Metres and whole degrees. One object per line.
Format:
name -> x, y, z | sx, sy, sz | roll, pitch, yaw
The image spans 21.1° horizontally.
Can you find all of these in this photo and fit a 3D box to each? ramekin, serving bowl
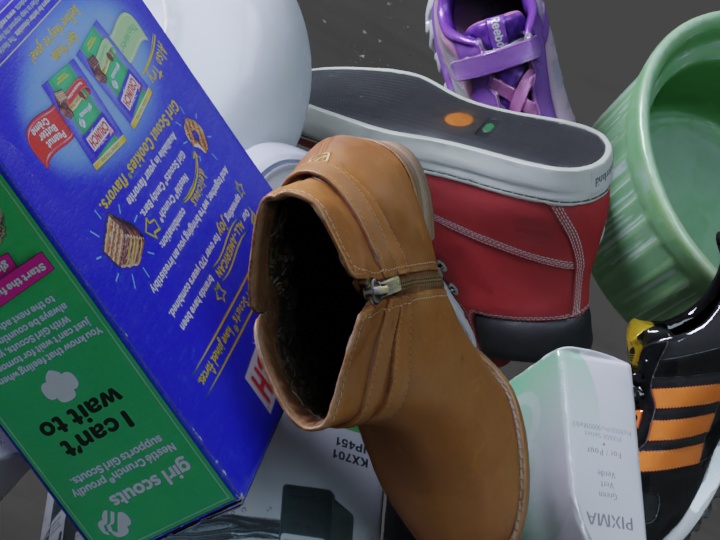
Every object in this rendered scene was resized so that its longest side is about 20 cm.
ramekin -> 0.219, -0.040, 1.123 | 0.198, 0.098, 0.202 | 12, 62, -24
serving bowl -> -0.125, -0.100, 0.920 | 0.198, 0.066, 0.202 | -2, 72, 7

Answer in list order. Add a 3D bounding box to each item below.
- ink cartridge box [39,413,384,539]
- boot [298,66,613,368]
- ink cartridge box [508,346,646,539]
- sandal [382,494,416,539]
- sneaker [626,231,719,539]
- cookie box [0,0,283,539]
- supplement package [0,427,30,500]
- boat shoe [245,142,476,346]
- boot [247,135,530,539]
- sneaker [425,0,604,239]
ink cartridge box -> -0.069, 0.124, 0.894 | 0.145, 0.083, 0.202 | 17, 60, -22
boot -> 0.036, -0.023, 1.032 | 0.199, 0.145, 0.072 | 20, 37, 26
ink cartridge box -> 0.076, 0.158, 0.911 | 0.050, 0.161, 0.202 | 12, 62, -23
sandal -> 0.033, 0.124, 0.916 | 0.042, 0.076, 0.202 | 4, 102, 3
sneaker -> 0.160, 0.070, 1.011 | 0.090, 0.070, 0.201 | 38, 96, -9
cookie box -> -0.106, -0.016, 0.775 | 0.201, 0.075, 0.172 | 56, 26, -17
supplement package -> -0.252, 0.065, 0.776 | 0.198, 0.156, 0.112 | -11, 72, -32
boat shoe -> 0.000, 0.000, 0.939 | 0.200, 0.065, 0.074 | 32, 85, -55
boot -> 0.012, 0.045, 0.783 | 0.155, 0.076, 0.202 | -36, 117, -73
sneaker -> 0.081, -0.098, 1.068 | 0.080, 0.089, 0.202 | -14, 70, -2
